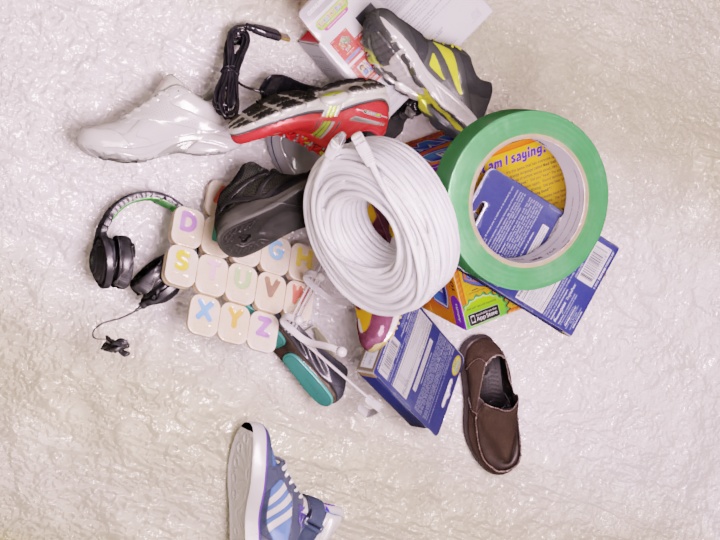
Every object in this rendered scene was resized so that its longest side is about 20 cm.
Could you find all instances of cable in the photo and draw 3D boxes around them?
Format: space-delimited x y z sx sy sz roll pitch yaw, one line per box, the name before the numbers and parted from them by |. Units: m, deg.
cable | 0.020 -0.049 1.506 0.069 0.200 0.200 -33 84 -38

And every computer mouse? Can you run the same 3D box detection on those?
computer mouse | -0.086 -0.220 1.654 0.199 0.046 0.141 12 66 -22

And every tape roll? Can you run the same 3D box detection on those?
tape roll | 0.180 -0.080 1.526 0.199 0.048 0.202 -3 100 -20

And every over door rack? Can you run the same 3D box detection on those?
over door rack | 0.000 0.065 1.696 0.200 0.066 0.148 49 54 -32

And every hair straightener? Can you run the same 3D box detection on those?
hair straightener | 0.062 -0.195 1.708 0.200 0.077 0.041 -36 109 -11

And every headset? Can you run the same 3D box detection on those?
headset | -0.263 0.003 1.613 0.123 0.094 0.201 25 80 -23

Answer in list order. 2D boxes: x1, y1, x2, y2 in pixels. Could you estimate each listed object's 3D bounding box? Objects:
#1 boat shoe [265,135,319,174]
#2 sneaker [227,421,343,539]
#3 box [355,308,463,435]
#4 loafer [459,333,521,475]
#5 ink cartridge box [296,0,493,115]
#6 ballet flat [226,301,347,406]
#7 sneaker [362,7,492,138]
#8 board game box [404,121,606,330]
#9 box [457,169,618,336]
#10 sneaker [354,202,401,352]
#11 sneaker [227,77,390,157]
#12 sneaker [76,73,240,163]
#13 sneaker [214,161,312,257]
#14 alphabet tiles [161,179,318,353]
boat shoe | -0.038 -0.109 1.692 0.074 0.067 0.200 -45 112 -8
sneaker | -0.091 0.288 1.751 0.146 0.080 0.202 -1 98 -29
box | 0.067 0.119 1.730 0.200 0.032 0.122 48 56 -48
loafer | 0.177 0.189 1.831 0.073 0.071 0.201 -19 107 -16
ink cartridge box | 0.030 -0.316 1.667 0.200 0.084 0.176 -45 113 -8
ballet flat | -0.086 0.084 1.717 0.073 0.073 0.200 -45 105 -7
sneaker | 0.081 -0.246 1.627 0.200 0.074 0.085 46 64 -26
board game box | 0.155 -0.070 1.701 0.199 0.200 0.201 -20 107 -16
box | 0.195 -0.023 1.591 0.199 0.032 0.122 31 88 -23
sneaker | 0.000 0.000 1.626 0.090 0.075 0.201 19 57 -26
sneaker | -0.055 -0.166 1.584 0.199 0.077 0.086 -13 111 -16
sneaker | -0.241 -0.180 1.604 0.199 0.078 0.100 -9 97 -28
sneaker | -0.084 -0.097 1.619 0.198 0.115 0.076 -23 132 4
alphabet tiles | -0.143 -0.006 1.653 0.199 0.015 0.197 17 68 -26
